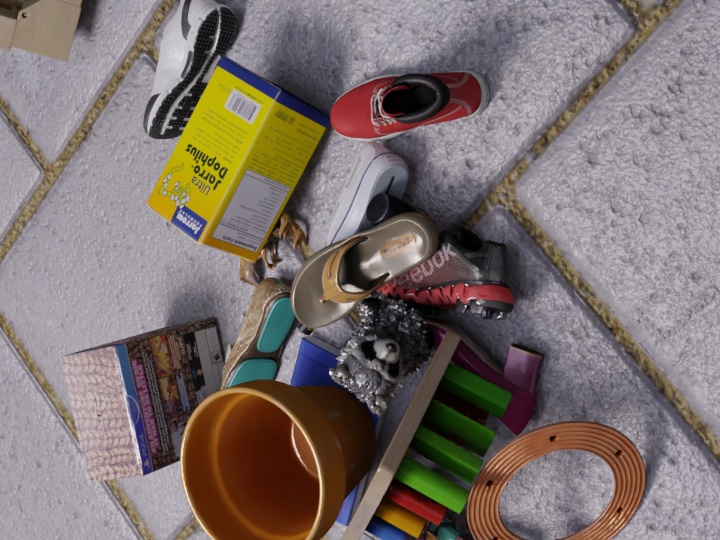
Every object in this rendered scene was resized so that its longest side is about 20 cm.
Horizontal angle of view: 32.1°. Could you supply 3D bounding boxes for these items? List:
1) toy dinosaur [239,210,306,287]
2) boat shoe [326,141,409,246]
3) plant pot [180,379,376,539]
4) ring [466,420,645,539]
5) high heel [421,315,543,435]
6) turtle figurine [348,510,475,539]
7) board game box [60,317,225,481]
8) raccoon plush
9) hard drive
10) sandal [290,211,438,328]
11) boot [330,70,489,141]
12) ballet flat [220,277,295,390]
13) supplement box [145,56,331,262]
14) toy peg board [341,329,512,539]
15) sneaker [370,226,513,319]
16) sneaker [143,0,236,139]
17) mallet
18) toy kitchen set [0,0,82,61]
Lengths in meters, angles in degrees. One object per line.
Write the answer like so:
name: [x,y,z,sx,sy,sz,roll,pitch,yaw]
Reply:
toy dinosaur: [-0.121,-0.069,1.547,0.105,0.060,0.203,18,107,30]
boat shoe: [-0.001,-0.056,1.478,0.067,0.073,0.202,52,123,46]
plant pot: [-0.079,0.216,1.463,0.198,0.183,0.203,5,101,30]
ring: [0.208,0.238,1.338,0.202,0.198,0.019,-61,23,24]
high heel: [0.107,0.114,1.424,0.198,0.067,0.097,18,97,25]
turtle figurine: [0.071,0.309,1.453,0.198,0.150,0.102,21,85,18]
board game box: [-0.263,0.161,1.592,0.096,0.199,0.162,-11,92,33]
raccoon plush: [0.013,0.127,1.386,0.096,0.135,0.201,23,140,13]
hard drive: [-0.041,0.200,1.560,0.131,0.025,0.202,24,110,27]
sandal: [-0.003,0.002,1.391,0.199,0.054,0.081,-30,101,24]
boot: [0.025,-0.184,1.385,0.198,0.144,0.073,-7,95,34]
ballet flat: [-0.134,0.095,1.590,0.201,0.070,0.065,-62,40,21]
supplement box: [-0.145,-0.130,1.484,0.109,0.108,0.202,33,97,34]
toy peg board: [0.075,0.209,1.367,0.097,0.201,0.200,27,141,5]
sneaker: [0.092,0.001,1.419,0.199,0.070,0.099,1,80,44]
sneaker: [-0.224,-0.259,1.585,0.080,0.073,0.201,45,115,34]
mallet: [0.000,0.000,1.453,0.201,0.065,0.041,-57,39,23]
toy kitchen set: [-0.469,-0.406,1.662,0.164,0.198,0.182,-119,46,-60]
